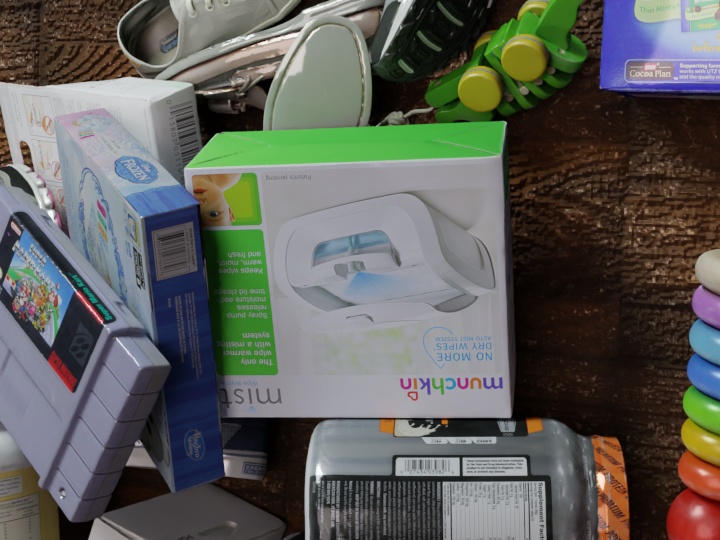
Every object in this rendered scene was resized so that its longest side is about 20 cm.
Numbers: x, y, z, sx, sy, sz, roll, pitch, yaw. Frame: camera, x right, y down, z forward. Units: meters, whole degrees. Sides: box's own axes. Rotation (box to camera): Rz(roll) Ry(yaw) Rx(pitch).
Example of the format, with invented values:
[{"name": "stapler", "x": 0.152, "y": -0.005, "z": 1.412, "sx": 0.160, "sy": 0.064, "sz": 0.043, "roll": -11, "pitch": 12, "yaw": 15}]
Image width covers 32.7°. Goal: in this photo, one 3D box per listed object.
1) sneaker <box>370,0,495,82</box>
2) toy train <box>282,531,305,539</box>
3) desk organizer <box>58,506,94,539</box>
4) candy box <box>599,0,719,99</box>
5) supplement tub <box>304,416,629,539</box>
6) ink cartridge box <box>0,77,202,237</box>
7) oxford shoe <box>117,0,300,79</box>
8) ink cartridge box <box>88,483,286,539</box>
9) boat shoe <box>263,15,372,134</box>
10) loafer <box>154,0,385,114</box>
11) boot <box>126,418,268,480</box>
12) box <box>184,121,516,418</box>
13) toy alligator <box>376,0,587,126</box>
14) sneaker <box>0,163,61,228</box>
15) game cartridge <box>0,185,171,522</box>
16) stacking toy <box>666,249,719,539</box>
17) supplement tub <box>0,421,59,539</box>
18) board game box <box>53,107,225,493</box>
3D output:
[{"name": "sneaker", "x": 0.053, "y": -0.221, "z": 0.832, "sx": 0.079, "sy": 0.074, "sz": 0.201, "roll": 20, "pitch": 86, "yaw": 36}, {"name": "toy train", "x": 0.022, "y": 0.258, "z": 0.869, "sx": 0.114, "sy": 0.085, "sz": 0.200, "roll": -38, "pitch": 73, "yaw": 8}, {"name": "desk organizer", "x": -0.263, "y": 0.202, "z": 0.998, "sx": 0.072, "sy": 0.077, "sz": 0.200, "roll": -38, "pitch": 76, "yaw": 22}, {"name": "candy box", "x": 0.241, "y": -0.205, "z": 0.743, "sx": 0.168, "sy": 0.077, "sz": 0.201, "roll": 6, "pitch": 96, "yaw": 26}, {"name": "supplement tub", "x": 0.067, "y": 0.156, "z": 0.794, "sx": 0.199, "sy": 0.123, "sz": 0.123, "roll": 0, "pitch": 92, "yaw": 3}, {"name": "ink cartridge box", "x": -0.197, "y": -0.069, "z": 0.958, "sx": 0.199, "sy": 0.050, "sz": 0.162, "roll": 14, "pitch": 118, "yaw": 42}, {"name": "oxford shoe", "x": -0.104, "y": -0.208, "z": 0.917, "sx": 0.200, "sy": 0.058, "sz": 0.075, "roll": -32, "pitch": 75, "yaw": 21}, {"name": "ink cartridge box", "x": -0.150, "y": 0.271, "z": 0.910, "sx": 0.083, "sy": 0.147, "sz": 0.201, "roll": 24, "pitch": 101, "yaw": 24}, {"name": "boat shoe", "x": -0.028, "y": -0.083, "z": 0.865, "sx": 0.075, "sy": 0.062, "sz": 0.201, "roll": 6, "pitch": 112, "yaw": 5}, {"name": "loafer", "x": -0.060, "y": -0.145, "z": 0.895, "sx": 0.199, "sy": 0.072, "sz": 0.063, "roll": -18, "pitch": 92, "yaw": 22}, {"name": "boot", "x": -0.157, "y": 0.109, "z": 0.958, "sx": 0.199, "sy": 0.073, "sz": 0.091, "roll": 2, "pitch": 79, "yaw": 23}, {"name": "box", "x": 0.000, "y": 0.000, "z": 0.809, "sx": 0.199, "sy": 0.097, "sz": 0.177, "roll": 0, "pitch": 110, "yaw": 9}, {"name": "toy alligator", "x": 0.090, "y": -0.124, "z": 0.834, "sx": 0.054, "sy": 0.059, "sz": 0.200, "roll": 42, "pitch": 132, "yaw": -17}, {"name": "sneaker", "x": -0.267, "y": 0.000, "z": 0.931, "sx": 0.074, "sy": 0.087, "sz": 0.200, "roll": 107, "pitch": 145, "yaw": -53}, {"name": "game cartridge", "x": -0.206, "y": 0.048, "z": 0.798, "sx": 0.200, "sy": 0.038, "sz": 0.130, "roll": 43, "pitch": 121, "yaw": 33}, {"name": "stacking toy", "x": 0.235, "y": 0.092, "z": 0.763, "sx": 0.085, "sy": 0.085, "sz": 0.201, "roll": 13, "pitch": 104, "yaw": 24}, {"name": "supplement tub", "x": -0.292, "y": 0.182, "z": 0.888, "sx": 0.145, "sy": 0.145, "sz": 0.201, "roll": -2, "pitch": 91, "yaw": 25}, {"name": "board game box", "x": -0.153, "y": 0.014, "z": 0.842, "sx": 0.199, "sy": 0.043, "sz": 0.201, "roll": 40, "pitch": 138, "yaw": 52}]
